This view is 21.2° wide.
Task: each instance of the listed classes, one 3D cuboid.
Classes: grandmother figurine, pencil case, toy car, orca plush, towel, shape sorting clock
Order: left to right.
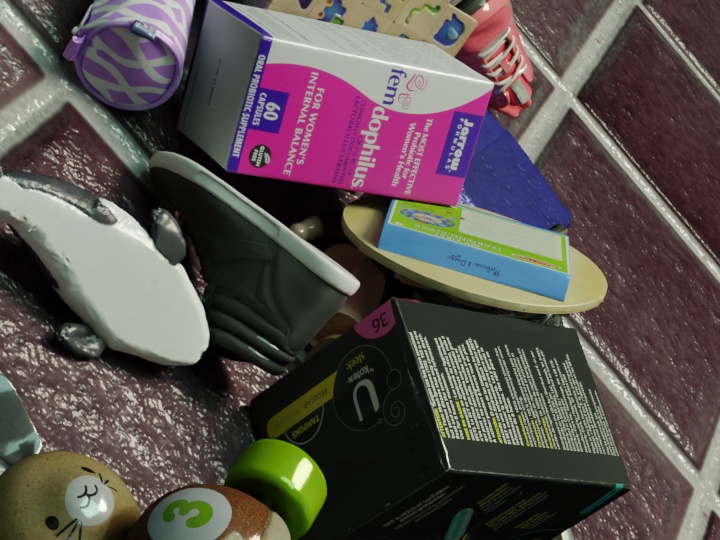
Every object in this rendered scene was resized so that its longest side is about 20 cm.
[{"bbox_3d":[-0.184,-0.006,1.216,0.199,0.071,0.106,23,87,-32],"label":"orca plush"},{"bbox_3d":[-0.148,0.140,1.037,0.199,0.158,0.165,37,45,-4],"label":"toy car"},{"bbox_3d":[-0.161,-0.203,1.395,0.085,0.084,0.201,16,41,-11],"label":"pencil case"},{"bbox_3d":[0.000,0.000,1.424,0.122,0.060,0.201,52,34,-18],"label":"grandmother figurine"},{"bbox_3d":[0.085,-0.086,1.623,0.200,0.049,0.148,51,36,0],"label":"towel"},{"bbox_3d":[0.081,-0.011,1.386,0.198,0.040,0.200,15,15,-4],"label":"shape sorting clock"}]

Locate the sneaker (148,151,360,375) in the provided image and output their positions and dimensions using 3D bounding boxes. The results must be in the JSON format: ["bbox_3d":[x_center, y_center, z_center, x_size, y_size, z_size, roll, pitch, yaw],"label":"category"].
[{"bbox_3d":[-0.098,-0.003,1.294,0.199,0.100,0.071,36,1,34],"label":"sneaker"}]

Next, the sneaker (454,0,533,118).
[{"bbox_3d":[0.121,-0.188,1.662,0.087,0.074,0.200,52,1,13],"label":"sneaker"}]

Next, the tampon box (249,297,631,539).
[{"bbox_3d":[0.055,0.117,1.294,0.199,0.149,0.127,12,51,-46],"label":"tampon box"}]

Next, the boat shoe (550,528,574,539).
[{"bbox_3d":[0.123,0.165,1.409,0.061,0.073,0.201,4,51,-45],"label":"boat shoe"}]

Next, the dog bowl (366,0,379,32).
[{"bbox_3d":[-0.019,-0.261,1.524,0.058,0.200,0.201,-29,80,-14],"label":"dog bowl"}]

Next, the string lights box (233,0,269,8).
[{"bbox_3d":[-0.092,-0.272,1.514,0.059,0.103,0.201,-28,81,-13],"label":"string lights box"}]

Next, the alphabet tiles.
[{"bbox_3d":[-0.007,-0.169,1.454,0.166,0.201,0.008,24,18,-36],"label":"alphabet tiles"}]

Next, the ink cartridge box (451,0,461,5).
[{"bbox_3d":[0.042,-0.299,1.672,0.146,0.084,0.200,58,10,7],"label":"ink cartridge box"}]

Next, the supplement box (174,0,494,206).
[{"bbox_3d":[-0.018,-0.121,1.402,0.198,0.102,0.103,6,19,-32],"label":"supplement box"}]

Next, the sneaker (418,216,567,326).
[{"bbox_3d":[0.141,0.040,1.512,0.200,0.114,0.076,52,34,-5],"label":"sneaker"}]
